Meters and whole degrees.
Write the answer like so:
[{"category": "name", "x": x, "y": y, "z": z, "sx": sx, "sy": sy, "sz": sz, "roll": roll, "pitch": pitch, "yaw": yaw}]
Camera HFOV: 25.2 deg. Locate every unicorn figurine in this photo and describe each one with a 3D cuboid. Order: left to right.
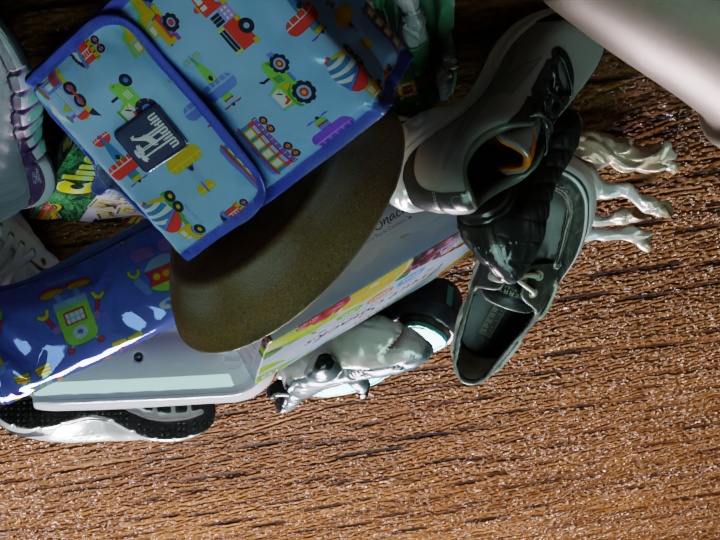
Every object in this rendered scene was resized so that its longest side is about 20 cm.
[{"category": "unicorn figurine", "x": 0.164, "y": -0.045, "z": 1.251, "sx": 0.137, "sy": 0.074, "sz": 0.200, "roll": 6, "pitch": 133, "yaw": -5}]

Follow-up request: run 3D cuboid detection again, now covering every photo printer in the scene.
[{"category": "photo printer", "x": -0.169, "y": 0.076, "z": 1.314, "sx": 0.199, "sy": 0.070, "sz": 0.166, "roll": -2, "pitch": 176, "yaw": -11}]

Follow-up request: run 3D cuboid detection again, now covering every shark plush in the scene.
[{"category": "shark plush", "x": -0.023, "y": 0.089, "z": 1.314, "sx": 0.083, "sy": 0.091, "sz": 0.200, "roll": 24, "pitch": 136, "yaw": -19}]

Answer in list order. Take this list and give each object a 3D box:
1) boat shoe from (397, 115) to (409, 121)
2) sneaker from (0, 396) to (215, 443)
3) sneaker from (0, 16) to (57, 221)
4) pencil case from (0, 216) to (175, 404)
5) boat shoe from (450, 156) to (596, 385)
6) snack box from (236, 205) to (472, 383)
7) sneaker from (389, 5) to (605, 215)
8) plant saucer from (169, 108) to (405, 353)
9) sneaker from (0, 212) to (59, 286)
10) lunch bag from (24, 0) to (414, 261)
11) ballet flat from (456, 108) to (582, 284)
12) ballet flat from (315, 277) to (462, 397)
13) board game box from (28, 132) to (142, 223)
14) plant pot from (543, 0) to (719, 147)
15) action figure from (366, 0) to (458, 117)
[{"category": "boat shoe", "x": -0.027, "y": -0.066, "z": 1.129, "sx": 0.200, "sy": 0.069, "sz": 0.057, "roll": -3, "pitch": 166, "yaw": 32}, {"category": "sneaker", "x": -0.229, "y": 0.118, "z": 1.433, "sx": 0.199, "sy": 0.074, "sz": 0.080, "roll": 6, "pitch": 161, "yaw": -14}, {"category": "sneaker", "x": -0.251, "y": -0.090, "z": 1.024, "sx": 0.088, "sy": 0.074, "sz": 0.200, "roll": -43, "pitch": 151, "yaw": -25}, {"category": "pencil case", "x": -0.181, "y": 0.018, "z": 1.134, "sx": 0.200, "sy": 0.078, "sz": 0.087, "roll": -26, "pitch": 111, "yaw": -13}, {"category": "boat shoe", "x": 0.120, "y": 0.004, "z": 1.206, "sx": 0.071, "sy": 0.064, "sz": 0.200, "roll": 22, "pitch": 126, "yaw": 3}, {"category": "snack box", "x": 0.000, "y": 0.000, "z": 1.183, "sx": 0.200, "sy": 0.053, "sz": 0.142, "roll": -30, "pitch": 171, "yaw": -14}, {"category": "sneaker", "x": 0.103, "y": -0.099, "z": 1.048, "sx": 0.079, "sy": 0.200, "sz": 0.074, "roll": 21, "pitch": 145, "yaw": 43}, {"category": "plant saucer", "x": -0.059, "y": -0.039, "z": 1.030, "sx": 0.200, "sy": 0.200, "sz": 0.035, "roll": -29, "pitch": 125, "yaw": 31}, {"category": "sneaker", "x": -0.258, "y": -0.016, "z": 1.160, "sx": 0.073, "sy": 0.085, "sz": 0.200, "roll": -50, "pitch": 154, "yaw": -7}, {"category": "lunch bag", "x": -0.095, "y": -0.110, "z": 0.965, "sx": 0.200, "sy": 0.094, "sz": 0.151, "roll": -37, "pitch": 105, "yaw": 27}, {"category": "ballet flat", "x": 0.110, "y": -0.059, "z": 1.106, "sx": 0.066, "sy": 0.200, "sz": 0.057, "roll": -8, "pitch": 117, "yaw": 28}, {"category": "ballet flat", "x": 0.016, "y": 0.053, "z": 1.358, "sx": 0.073, "sy": 0.073, "sz": 0.200, "roll": 16, "pitch": 153, "yaw": -34}, {"category": "board game box", "x": -0.158, "y": -0.074, "z": 1.112, "sx": 0.105, "sy": 0.024, "sz": 0.200, "roll": 4, "pitch": 161, "yaw": -22}, {"category": "plant pot", "x": 0.205, "y": -0.181, "z": 0.944, "sx": 0.174, "sy": 0.201, "sz": 0.200, "roll": 20, "pitch": 143, "yaw": -9}, {"category": "action figure", "x": 0.025, "y": -0.143, "z": 1.066, "sx": 0.118, "sy": 0.055, "sz": 0.200, "roll": -14, "pitch": 153, "yaw": 4}]
